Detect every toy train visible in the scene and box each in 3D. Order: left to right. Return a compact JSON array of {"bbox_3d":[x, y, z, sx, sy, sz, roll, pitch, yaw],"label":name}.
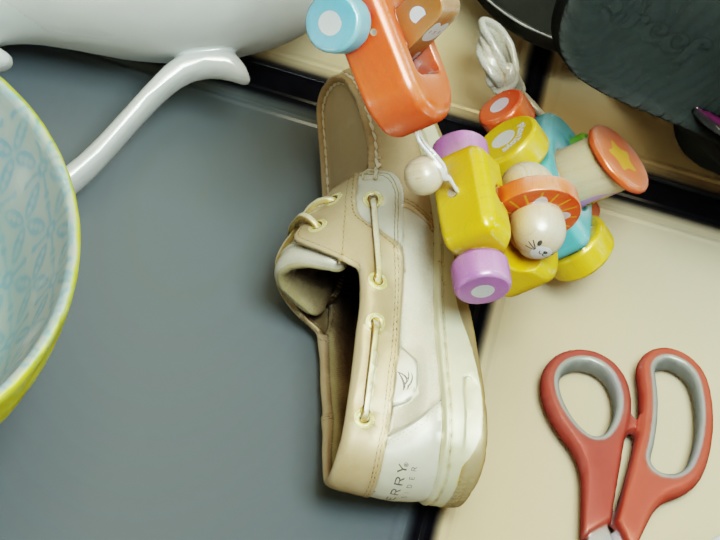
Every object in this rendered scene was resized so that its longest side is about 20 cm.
[{"bbox_3d":[0.056,-0.065,0.982,0.200,0.056,0.151,-1,70,-65],"label":"toy train"}]

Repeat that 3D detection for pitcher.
[{"bbox_3d":[-0.094,-0.118,1.041,0.200,0.121,0.172,-13,80,-7],"label":"pitcher"}]

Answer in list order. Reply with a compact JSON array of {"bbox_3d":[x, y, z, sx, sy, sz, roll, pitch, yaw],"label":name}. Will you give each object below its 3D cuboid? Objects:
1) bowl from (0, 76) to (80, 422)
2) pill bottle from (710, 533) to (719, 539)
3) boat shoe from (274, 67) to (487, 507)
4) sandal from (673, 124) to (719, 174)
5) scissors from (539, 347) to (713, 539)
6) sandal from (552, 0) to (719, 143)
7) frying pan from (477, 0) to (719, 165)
[{"bbox_3d":[-0.206,0.012,0.922,0.200,0.108,0.200,5,56,-8],"label":"bowl"},{"bbox_3d":[0.180,0.188,0.882,0.111,0.111,0.200,-24,65,-25],"label":"pill bottle"},{"bbox_3d":[0.000,0.000,0.994,0.069,0.074,0.200,0,57,-19],"label":"boat shoe"},{"bbox_3d":[0.240,-0.058,1.099,0.200,0.048,0.075,9,54,-6],"label":"sandal"},{"bbox_3d":[0.103,0.111,0.976,0.073,0.014,0.200,11,53,-6],"label":"scissors"},{"bbox_3d":[0.170,-0.067,0.982,0.200,0.075,0.048,17,18,-16],"label":"sandal"},{"bbox_3d":[0.123,-0.113,1.114,0.190,0.031,0.115,39,49,16],"label":"frying pan"}]
